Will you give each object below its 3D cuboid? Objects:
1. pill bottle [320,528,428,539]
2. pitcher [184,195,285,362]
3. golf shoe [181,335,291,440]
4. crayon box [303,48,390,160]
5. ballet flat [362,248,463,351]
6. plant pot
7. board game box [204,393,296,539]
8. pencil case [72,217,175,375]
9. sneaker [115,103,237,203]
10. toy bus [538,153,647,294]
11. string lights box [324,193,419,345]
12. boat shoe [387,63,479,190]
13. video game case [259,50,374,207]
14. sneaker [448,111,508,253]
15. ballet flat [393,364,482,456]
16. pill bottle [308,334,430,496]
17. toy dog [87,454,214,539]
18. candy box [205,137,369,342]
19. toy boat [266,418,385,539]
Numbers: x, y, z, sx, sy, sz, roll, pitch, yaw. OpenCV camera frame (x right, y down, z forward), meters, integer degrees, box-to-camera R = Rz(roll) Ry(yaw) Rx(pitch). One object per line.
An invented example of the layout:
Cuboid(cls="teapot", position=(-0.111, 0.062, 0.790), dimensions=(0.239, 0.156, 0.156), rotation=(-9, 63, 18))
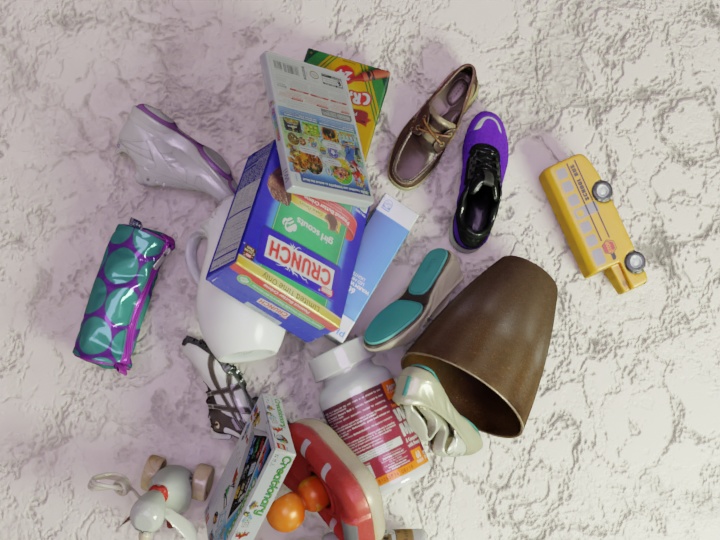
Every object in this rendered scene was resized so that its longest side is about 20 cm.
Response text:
Cuboid(cls="pill bottle", position=(-0.007, 0.403, 1.489), dimensions=(0.196, 0.114, 0.117), rotation=(-2, 82, -1))
Cuboid(cls="pitcher", position=(-0.177, 0.022, 1.518), dimensions=(0.120, 0.170, 0.204), rotation=(4, 71, -40))
Cuboid(cls="golf shoe", position=(-0.187, 0.178, 1.535), dimensions=(0.094, 0.078, 0.200), rotation=(-44, 84, -6))
Cuboid(cls="crayon box", position=(-0.042, -0.201, 1.573), dimensions=(0.125, 0.051, 0.203), rotation=(15, 66, 0))
Cuboid(cls="ballet flat", position=(0.078, 0.055, 1.541), dimensions=(0.069, 0.070, 0.200), rotation=(39, 62, 4))
Cuboid(cls="plant pot", position=(0.181, 0.087, 1.518), dimensions=(0.185, 0.187, 0.202), rotation=(32, 68, 3))
Cuboid(cls="board game box", position=(-0.146, 0.278, 1.460), dimensions=(0.034, 0.127, 0.202), rotation=(19, 111, -22))
Cuboid(cls="pencil case", position=(-0.323, 0.035, 1.546), dimensions=(0.091, 0.085, 0.203), rotation=(14, 82, 29))
Cuboid(cls="sneaker", position=(-0.257, -0.143, 1.589), dimensions=(0.199, 0.075, 0.100), rotation=(38, 102, 4))
Cuboid(cls="toy bus", position=(0.328, -0.060, 1.582), dimensions=(0.077, 0.065, 0.203), rotation=(-23, 84, -4))
Cuboid(cls="string lights box", position=(0.000, 0.000, 1.548), dimensions=(0.058, 0.103, 0.202), rotation=(31, 84, -2))
Cuboid(cls="boat shoe", position=(0.104, -0.206, 1.593), dimensions=(0.072, 0.072, 0.201), rotation=(36, 83, 4))
Cuboid(cls="video game case", position=(-0.058, -0.185, 1.484), dimensions=(0.142, 0.018, 0.203), rotation=(9, 59, -42))
Cuboid(cls="sneaker", position=(0.173, -0.128, 1.569), dimensions=(0.068, 0.100, 0.204), rotation=(9, 83, -2))
Cuboid(cls="ballet flat", position=(0.100, 0.204, 1.485), dimensions=(0.069, 0.069, 0.201), rotation=(-43, 128, -7))
Cuboid(cls="pill bottle", position=(0.009, 0.198, 1.519), dimensions=(0.108, 0.110, 0.203), rotation=(-23, 84, -4))
Cuboid(cls="toy dog", position=(-0.262, 0.313, 1.475), dimensions=(0.130, 0.199, 0.098), rotation=(13, 100, 25))
Cuboid(cls="candy box", position=(-0.088, -0.038, 1.448), dimensions=(0.168, 0.077, 0.203), rotation=(33, 54, -26))
Cuboid(cls="toy boat", position=(-0.064, 0.288, 1.447), dimensions=(0.129, 0.132, 0.200), rotation=(-25, 39, -23))
